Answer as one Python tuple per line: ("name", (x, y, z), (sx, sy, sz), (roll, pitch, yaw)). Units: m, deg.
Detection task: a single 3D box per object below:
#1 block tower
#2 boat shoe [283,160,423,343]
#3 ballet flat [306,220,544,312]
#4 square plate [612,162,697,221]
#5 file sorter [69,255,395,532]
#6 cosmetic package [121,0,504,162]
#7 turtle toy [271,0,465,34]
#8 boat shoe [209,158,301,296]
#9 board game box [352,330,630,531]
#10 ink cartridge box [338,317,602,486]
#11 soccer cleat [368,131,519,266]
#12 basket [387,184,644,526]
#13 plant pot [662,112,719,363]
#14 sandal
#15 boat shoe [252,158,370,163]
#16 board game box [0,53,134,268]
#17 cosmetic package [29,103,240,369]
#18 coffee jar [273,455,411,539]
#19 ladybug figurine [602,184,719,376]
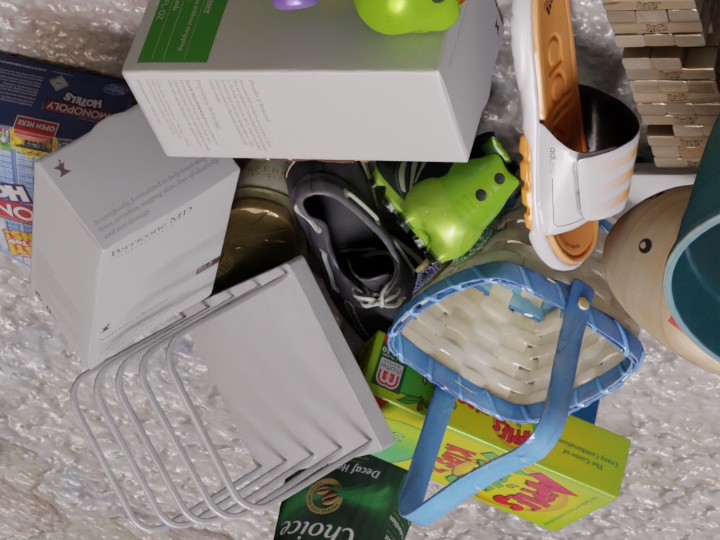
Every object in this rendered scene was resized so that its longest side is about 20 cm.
("block tower", (0.176, -0.140, 1.181), (0.057, 0.054, 0.200), (1, 145, 21))
("boat shoe", (0.000, 0.000, 1.402), (0.072, 0.063, 0.201), (-15, 126, 15))
("ballet flat", (0.060, -0.007, 1.460), (0.198, 0.046, 0.068), (9, 127, 0))
("square plate", (0.266, -0.017, 1.359), (0.199, 0.029, 0.198), (-3, 143, 27))
("file sorter", (-0.096, 0.095, 1.430), (0.139, 0.124, 0.200), (62, 151, -3))
("cosmetic package", (-0.026, -0.130, 1.237), (0.199, 0.108, 0.085), (0, 144, 21))
("turtle toy", (-0.028, -0.197, 1.136), (0.199, 0.102, 0.146), (21, 148, -9))
("boat shoe", (-0.074, -0.023, 1.486), (0.073, 0.064, 0.201), (10, 155, 0))
("board game box", (0.077, 0.116, 1.462), (0.199, 0.048, 0.102), (24, 153, -12))
("ink cartridge box", (0.069, 0.095, 1.567), (0.199, 0.085, 0.146), (18, 148, -3))
("soccer cleat", (0.056, -0.054, 1.305), (0.068, 0.081, 0.200), (50, -178, -14))
("basket", (0.093, 0.055, 1.334), (0.138, 0.201, 0.176), (27, 145, -20))
("plant pot", (0.279, -0.057, 1.136), (0.199, 0.189, 0.201), (12, 149, 7))
("sandal", (0.130, -0.086, 1.217), (0.059, 0.079, 0.208), (8, 128, 27))
("boat shoe", (-0.014, -0.102, 1.313), (0.199, 0.071, 0.071), (8, 142, 29))
("board game box", (-0.254, -0.071, 1.474), (0.198, 0.062, 0.200), (12, 148, 6))
("cosmetic package", (-0.154, -0.026, 1.382), (0.081, 0.113, 0.200), (52, 160, 13))
("coffee jar", (-0.021, 0.211, 1.516), (0.104, 0.201, 0.086), (6, 147, 17))
("ladybug figurine", (0.246, 0.005, 1.252), (0.199, 0.136, 0.072), (17, 139, -5))
